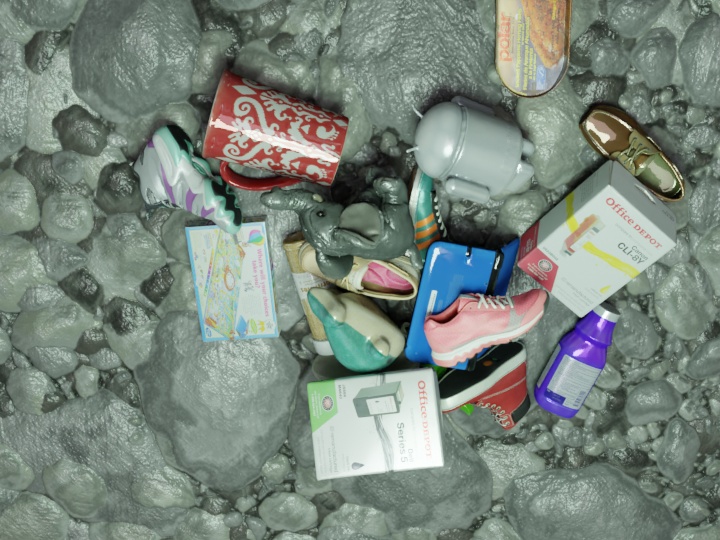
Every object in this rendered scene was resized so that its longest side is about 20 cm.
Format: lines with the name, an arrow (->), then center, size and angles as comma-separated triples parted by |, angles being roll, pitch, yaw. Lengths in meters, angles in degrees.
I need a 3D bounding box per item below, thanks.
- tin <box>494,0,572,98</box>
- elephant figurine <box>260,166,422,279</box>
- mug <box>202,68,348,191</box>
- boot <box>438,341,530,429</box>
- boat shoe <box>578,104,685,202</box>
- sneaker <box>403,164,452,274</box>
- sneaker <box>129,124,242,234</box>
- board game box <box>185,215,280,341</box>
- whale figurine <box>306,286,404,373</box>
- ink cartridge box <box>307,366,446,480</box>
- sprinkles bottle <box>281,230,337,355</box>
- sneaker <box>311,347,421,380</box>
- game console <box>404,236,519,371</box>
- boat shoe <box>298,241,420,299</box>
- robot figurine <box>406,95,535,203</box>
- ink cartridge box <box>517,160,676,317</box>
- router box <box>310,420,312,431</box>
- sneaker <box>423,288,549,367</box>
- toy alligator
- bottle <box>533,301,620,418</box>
tin -> 0.251, -0.359, 1.195 | 0.109, 0.042, 0.204 | -2, 110, -1
elephant figurine -> -0.024, -0.059, 1.178 | 0.198, 0.154, 0.144 | -26, 130, -35
mug -> -0.129, -0.202, 1.239 | 0.196, 0.178, 0.136 | 15, 74, -8
boot -> 0.207, 0.223, 1.351 | 0.198, 0.072, 0.147 | -24, 116, -28
boat shoe -> 0.422, -0.176, 1.234 | 0.198, 0.074, 0.076 | 35, 107, -10
sneaker -> 0.109, -0.071, 1.290 | 0.078, 0.072, 0.204 | 3, 118, 0
sneaker -> -0.286, -0.112, 1.283 | 0.139, 0.078, 0.201 | -38, 87, 19
board game box -> -0.209, 0.016, 1.348 | 0.131, 0.034, 0.204 | -3, 110, 3
whale figurine -> -0.019, 0.093, 1.245 | 0.104, 0.159, 0.199 | -50, 145, 7
ink cartridge box -> 0.027, 0.232, 1.246 | 0.196, 0.084, 0.149 | -8, 83, 7
sprinkles bottle -> -0.070, 0.036, 1.333 | 0.067, 0.068, 0.203 | -14, 108, 7
sneaker -> 0.013, 0.179, 1.370 | 0.196, 0.076, 0.085 | 1, 140, 27
game console -> 0.164, 0.043, 1.293 | 0.167, 0.119, 0.204 | 9, 110, -7
boat shoe -> 0.000, 0.000, 1.253 | 0.196, 0.069, 0.075 | 10, 116, -5
robot figurine -> 0.162, -0.182, 1.211 | 0.196, 0.173, 0.113 | 14, 150, -16
ink cartridge box -> 0.361, -0.046, 1.247 | 0.144, 0.084, 0.200 | 37, 127, -9
router box -> 0.027, 0.251, 1.363 | 0.196, 0.149, 0.052 | -12, 84, 7
sneaker -> 0.184, 0.067, 1.202 | 0.197, 0.074, 0.088 | -27, 109, 7
toy alligator -> 0.120, 0.170, 1.386 | 0.201, 0.059, 0.054 | 51, 146, -11
bottle -> 0.366, 0.147, 1.358 | 0.082, 0.065, 0.203 | 21, 109, -6
